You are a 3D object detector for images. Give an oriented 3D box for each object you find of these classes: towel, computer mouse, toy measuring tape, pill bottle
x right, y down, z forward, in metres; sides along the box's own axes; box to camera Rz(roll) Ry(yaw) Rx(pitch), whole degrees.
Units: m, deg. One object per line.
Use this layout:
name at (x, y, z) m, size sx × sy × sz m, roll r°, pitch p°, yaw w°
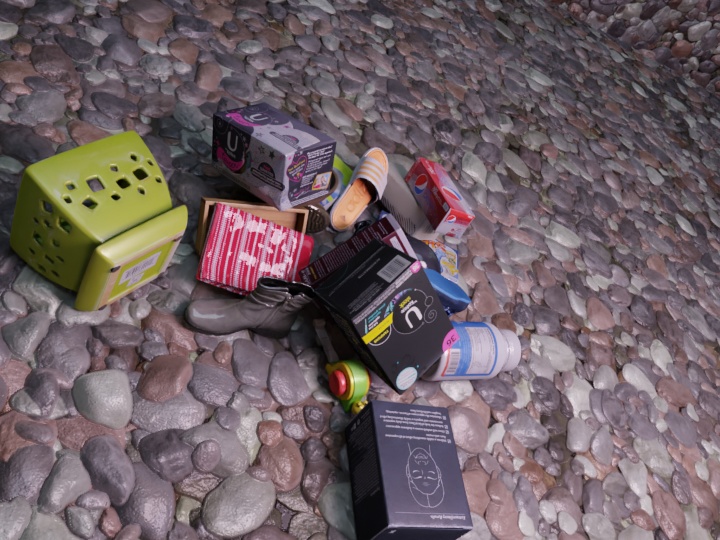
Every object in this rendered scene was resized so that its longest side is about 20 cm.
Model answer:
towel at (-0.181, -0.023, 1.175) m, size 0.199 × 0.022 × 0.146 m, roll 20°, pitch 73°, yaw -28°
computer mouse at (0.074, -0.042, 1.283) m, size 0.199 × 0.053 × 0.139 m, roll 25°, pitch 32°, yaw 0°
toy measuring tape at (-0.031, 0.156, 1.144) m, size 0.073 × 0.074 × 0.201 m, roll -4°, pitch 56°, yaw -33°
pill bottle at (0.205, 0.154, 1.260) m, size 0.198 × 0.112 × 0.113 m, roll 4°, pitch 51°, yaw -30°

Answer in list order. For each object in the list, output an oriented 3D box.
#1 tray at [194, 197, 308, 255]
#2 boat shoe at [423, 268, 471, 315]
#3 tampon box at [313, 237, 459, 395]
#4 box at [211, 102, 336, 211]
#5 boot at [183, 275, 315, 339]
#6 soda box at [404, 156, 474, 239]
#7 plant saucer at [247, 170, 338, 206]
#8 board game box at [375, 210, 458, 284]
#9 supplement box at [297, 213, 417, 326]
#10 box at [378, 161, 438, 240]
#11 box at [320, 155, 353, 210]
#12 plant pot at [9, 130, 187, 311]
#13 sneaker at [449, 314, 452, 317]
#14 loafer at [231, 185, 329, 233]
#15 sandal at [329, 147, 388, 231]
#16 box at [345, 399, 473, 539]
tray at (-0.200, -0.076, 1.218) m, size 0.198 × 0.100 × 0.037 m, roll 2°, pitch 17°, yaw -31°
boat shoe at (0.149, 0.056, 1.228) m, size 0.200 × 0.069 × 0.084 m, roll 29°, pitch 23°, yaw -53°
tampon box at (0.048, 0.077, 1.116) m, size 0.150 × 0.201 × 0.126 m, roll -42°, pitch 37°, yaw -12°
box at (-0.163, -0.214, 1.203) m, size 0.199 × 0.116 × 0.132 m, roll 32°, pitch 39°, yaw 30°
boot at (-0.184, 0.049, 1.097) m, size 0.198 × 0.131 × 0.068 m, roll 8°, pitch 49°, yaw -26°
soda box at (0.163, -0.155, 1.380) m, size 0.069 × 0.064 × 0.201 m, roll 14°, pitch 35°, yaw -30°
plant saucer at (-0.141, -0.177, 1.284) m, size 0.198 × 0.030 × 0.201 m, roll 7°, pitch 33°, yaw -4°
board game box at (0.117, -0.040, 1.408) m, size 0.199 × 0.035 × 0.136 m, roll 27°, pitch 32°, yaw -9°
supplement box at (0.000, 0.000, 1.187) m, size 0.109 × 0.199 × 0.061 m, roll 58°, pitch 0°, yaw -38°
box at (0.102, -0.156, 1.458) m, size 0.082 × 0.069 × 0.200 m, roll 2°, pitch 40°, yaw -42°
box at (-0.099, -0.184, 1.407) m, size 0.122 × 0.048 × 0.200 m, roll 44°, pitch 44°, yaw 5°
plant pot at (-0.396, -0.067, 1.026) m, size 0.182 × 0.199 × 0.200 m, roll 48°, pitch 44°, yaw 5°
sneaker at (0.117, 0.049, 1.317) m, size 0.198 × 0.082 × 0.074 m, roll 12°, pitch 47°, yaw -26°
loafer at (-0.153, -0.136, 1.307) m, size 0.198 × 0.076 × 0.068 m, roll 19°, pitch 38°, yaw -8°
sandal at (0.012, -0.167, 1.392) m, size 0.079 × 0.059 × 0.208 m, roll 40°, pitch 71°, yaw -30°
box at (0.071, 0.323, 1.038) m, size 0.147 × 0.107 × 0.201 m, roll 12°, pitch 48°, yaw -23°
